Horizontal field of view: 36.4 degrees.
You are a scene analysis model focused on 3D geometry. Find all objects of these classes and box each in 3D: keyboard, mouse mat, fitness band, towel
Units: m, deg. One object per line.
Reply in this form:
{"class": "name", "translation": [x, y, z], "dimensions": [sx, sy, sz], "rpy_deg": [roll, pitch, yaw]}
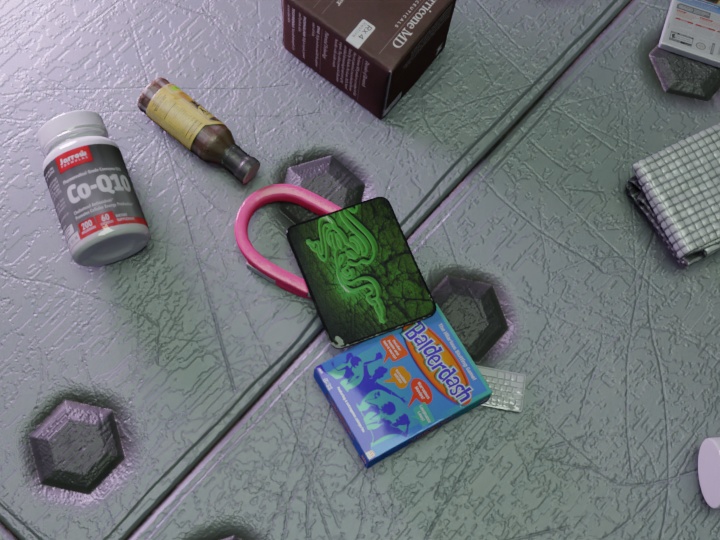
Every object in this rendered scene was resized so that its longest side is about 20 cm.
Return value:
{"class": "keyboard", "translation": [0.133, 0.155, 1.547], "dimensions": [0.200, 0.011, 0.056], "rpy_deg": [11, 73, 0]}
{"class": "mouse mat", "translation": [0.000, 0.000, 1.548], "dimensions": [0.161, 0.008, 0.200], "rpy_deg": [-20, 69, -11]}
{"class": "fitness band", "translation": [-0.086, -0.043, 1.582], "dimensions": [0.200, 0.037, 0.144], "rpy_deg": [28, 73, 4]}
{"class": "towel", "translation": [0.508, -0.112, 1.614], "dimensions": [0.200, 0.086, 0.166], "rpy_deg": [-26, 78, -12]}

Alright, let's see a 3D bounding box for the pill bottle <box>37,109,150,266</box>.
{"class": "pill bottle", "translation": [-0.381, -0.117, 1.547], "dimensions": [0.114, 0.114, 0.200], "rpy_deg": [-21, 75, -9]}

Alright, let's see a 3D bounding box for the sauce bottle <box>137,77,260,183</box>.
{"class": "sauce bottle", "translation": [-0.235, -0.202, 1.610], "dimensions": [0.200, 0.065, 0.065], "rpy_deg": [39, 75, 7]}

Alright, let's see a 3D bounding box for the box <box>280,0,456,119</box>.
{"class": "box", "translation": [0.009, -0.368, 1.619], "dimensions": [0.200, 0.164, 0.166], "rpy_deg": [36, 74, 8]}

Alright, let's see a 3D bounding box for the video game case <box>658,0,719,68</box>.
{"class": "video game case", "translation": [0.568, -0.419, 1.743], "dimensions": [0.143, 0.018, 0.200], "rpy_deg": [19, 73, 3]}

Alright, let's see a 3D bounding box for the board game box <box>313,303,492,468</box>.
{"class": "board game box", "translation": [0.058, 0.157, 1.512], "dimensions": [0.200, 0.045, 0.152], "rpy_deg": [-27, 71, -15]}

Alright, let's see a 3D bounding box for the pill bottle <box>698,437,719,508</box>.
{"class": "pill bottle", "translation": [0.571, 0.271, 1.482], "dimensions": [0.200, 0.113, 0.114], "rpy_deg": [-1, 73, -4]}
